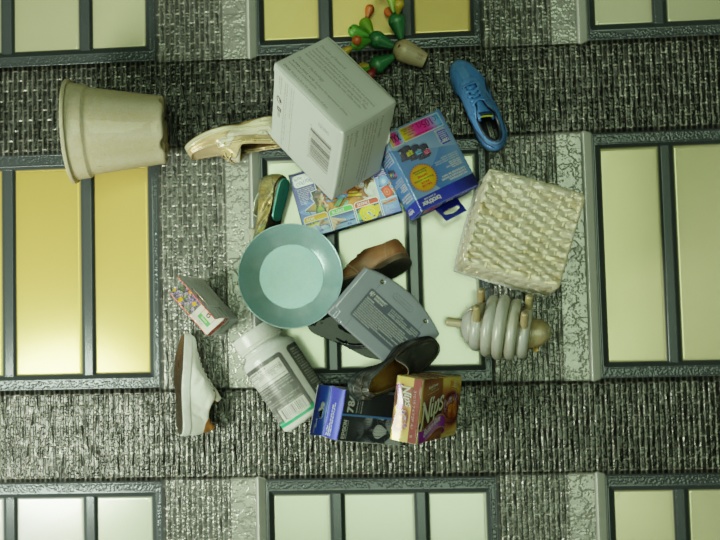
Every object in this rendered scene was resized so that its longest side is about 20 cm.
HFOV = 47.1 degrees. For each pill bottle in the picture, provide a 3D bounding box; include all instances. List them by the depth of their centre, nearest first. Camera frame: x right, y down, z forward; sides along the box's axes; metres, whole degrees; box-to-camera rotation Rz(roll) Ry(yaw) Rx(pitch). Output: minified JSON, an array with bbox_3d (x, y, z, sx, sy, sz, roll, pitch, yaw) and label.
[{"bbox_3d":[-0.153,0.199,1.593,0.113,0.113,0.200,-33,86,2],"label":"pill bottle"}]

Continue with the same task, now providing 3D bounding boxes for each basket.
[{"bbox_3d":[0.299,-0.068,1.555,0.200,0.161,0.199,16,88,3],"label":"basket"}]

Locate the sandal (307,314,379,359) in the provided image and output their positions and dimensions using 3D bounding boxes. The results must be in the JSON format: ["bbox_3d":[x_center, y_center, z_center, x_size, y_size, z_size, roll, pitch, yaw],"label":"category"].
[{"bbox_3d":[-0.009,0.126,1.620,0.200,0.043,0.076,14,88,2],"label":"sandal"}]

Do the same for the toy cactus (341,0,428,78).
[{"bbox_3d":[0.056,-0.454,1.629,0.165,0.102,0.200,23,80,-5],"label":"toy cactus"}]

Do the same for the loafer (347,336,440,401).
[{"bbox_3d":[0.074,0.185,1.532,0.200,0.072,0.073,-31,100,-23],"label":"loafer"}]

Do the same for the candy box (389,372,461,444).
[{"bbox_3d":[0.124,0.251,1.528,0.056,0.200,0.117,6,87,26],"label":"candy box"}]

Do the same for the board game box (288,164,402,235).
[{"bbox_3d":[-0.030,-0.152,1.639,0.200,0.034,0.136,-16,86,3],"label":"board game box"}]

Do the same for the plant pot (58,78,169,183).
[{"bbox_3d":[-0.472,-0.272,1.610,0.183,0.200,0.201,-2,87,-8],"label":"plant pot"}]

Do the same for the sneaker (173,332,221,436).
[{"bbox_3d":[-0.322,0.224,1.636,0.084,0.073,0.201,1,80,-27],"label":"sneaker"}]

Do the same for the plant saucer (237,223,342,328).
[{"bbox_3d":[-0.133,0.011,1.584,0.200,0.039,0.202,0,88,-1],"label":"plant saucer"}]

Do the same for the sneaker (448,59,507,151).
[{"bbox_3d":[0.233,-0.328,1.612,0.066,0.078,0.200,-24,85,4],"label":"sneaker"}]

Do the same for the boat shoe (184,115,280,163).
[{"bbox_3d":[-0.248,-0.249,1.639,0.200,0.074,0.069,-16,81,2],"label":"boat shoe"}]

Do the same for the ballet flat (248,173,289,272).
[{"bbox_3d":[-0.189,-0.094,1.638,0.071,0.071,0.201,10,89,4],"label":"ballet flat"}]

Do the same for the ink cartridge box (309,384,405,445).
[{"bbox_3d":[0.004,0.275,1.566,0.200,0.039,0.100,10,89,-30],"label":"ink cartridge box"}]

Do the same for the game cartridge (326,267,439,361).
[{"bbox_3d":[0.049,0.093,1.580,0.200,0.042,0.133,43,79,-15],"label":"game cartridge"}]

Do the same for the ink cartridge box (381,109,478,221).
[{"bbox_3d":[0.133,-0.189,1.596,0.136,0.076,0.200,-27,88,-16],"label":"ink cartridge box"}]

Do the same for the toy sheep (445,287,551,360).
[{"bbox_3d":[0.261,0.105,1.564,0.200,0.138,0.138,10,88,17],"label":"toy sheep"}]

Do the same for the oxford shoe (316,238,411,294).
[{"bbox_3d":[0.000,0.000,1.627,0.200,0.071,0.071,-25,56,5],"label":"oxford shoe"}]

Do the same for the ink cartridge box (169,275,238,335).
[{"bbox_3d":[-0.302,0.068,1.564,0.050,0.200,0.109,-42,85,1],"label":"ink cartridge box"}]

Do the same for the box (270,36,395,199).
[{"bbox_3d":[-0.057,-0.280,1.532,0.131,0.199,0.200,-33,69,-25],"label":"box"}]
